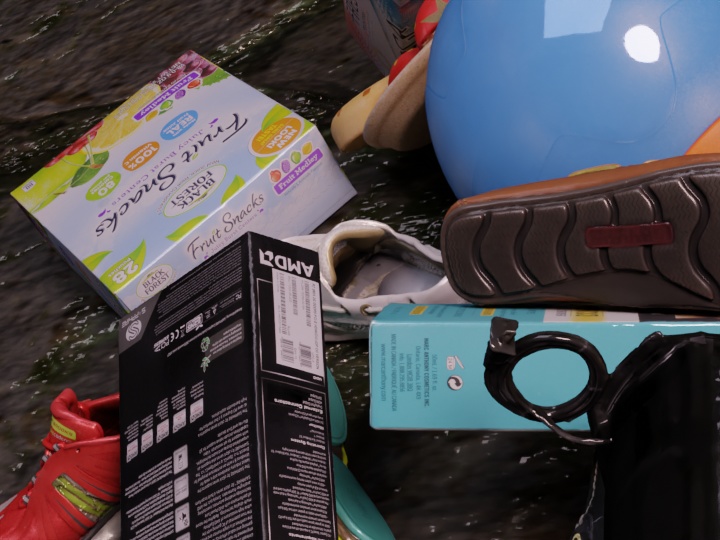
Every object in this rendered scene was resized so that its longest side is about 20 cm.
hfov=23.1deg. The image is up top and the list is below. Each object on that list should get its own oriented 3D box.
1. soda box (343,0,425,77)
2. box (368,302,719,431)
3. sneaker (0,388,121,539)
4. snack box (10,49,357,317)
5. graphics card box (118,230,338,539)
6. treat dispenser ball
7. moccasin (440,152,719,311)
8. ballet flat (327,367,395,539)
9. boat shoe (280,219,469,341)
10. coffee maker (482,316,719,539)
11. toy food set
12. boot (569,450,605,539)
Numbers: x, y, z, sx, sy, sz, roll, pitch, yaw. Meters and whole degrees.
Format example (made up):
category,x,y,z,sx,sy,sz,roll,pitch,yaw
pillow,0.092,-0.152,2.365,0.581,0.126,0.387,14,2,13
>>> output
category,x,y,z,sx,sy,sz,roll,pitch,yaw
soda box,0.030,-0.177,1.103,0.064,0.200,0.068,-38,79,-5
box,0.107,0.042,0.786,0.200,0.049,0.082,0,5,7
sneaker,-0.159,0.109,0.999,0.200,0.085,0.077,-34,33,0
snack box,-0.123,-0.052,1.181,0.169,0.068,0.200,-41,37,-11
graphics card box,-0.069,0.095,0.879,0.125,0.051,0.200,-33,53,42
treat dispenser ball,0.133,-0.093,0.898,0.201,0.201,0.201,-22,36,17
moccasin,0.137,-0.015,0.780,0.201,0.074,0.078,-9,9,30
ballet flat,-0.037,0.106,0.928,0.067,0.067,0.200,-50,33,16
boat shoe,0.000,0.000,1.013,0.200,0.069,0.071,11,56,47
coffee maker,0.128,0.137,0.634,0.192,0.135,0.200,5,51,11
toy food set,0.074,-0.144,1.062,0.198,0.049,0.200,-36,-10,-20
boot,0.067,0.158,0.766,0.154,0.074,0.204,-19,35,26
